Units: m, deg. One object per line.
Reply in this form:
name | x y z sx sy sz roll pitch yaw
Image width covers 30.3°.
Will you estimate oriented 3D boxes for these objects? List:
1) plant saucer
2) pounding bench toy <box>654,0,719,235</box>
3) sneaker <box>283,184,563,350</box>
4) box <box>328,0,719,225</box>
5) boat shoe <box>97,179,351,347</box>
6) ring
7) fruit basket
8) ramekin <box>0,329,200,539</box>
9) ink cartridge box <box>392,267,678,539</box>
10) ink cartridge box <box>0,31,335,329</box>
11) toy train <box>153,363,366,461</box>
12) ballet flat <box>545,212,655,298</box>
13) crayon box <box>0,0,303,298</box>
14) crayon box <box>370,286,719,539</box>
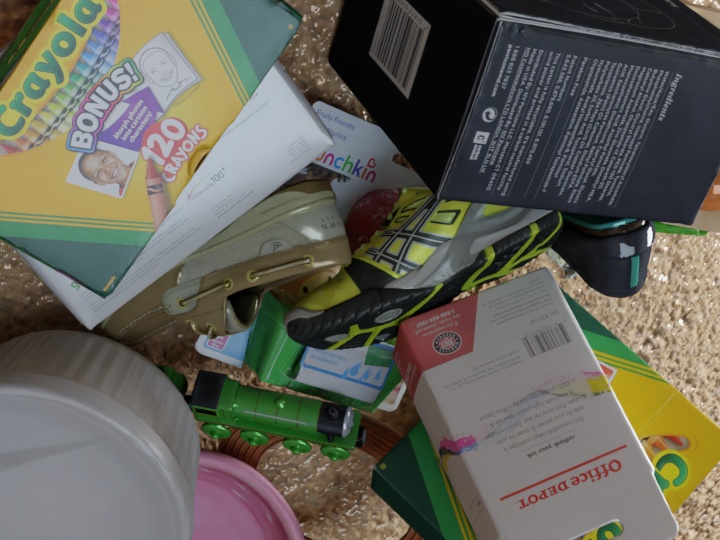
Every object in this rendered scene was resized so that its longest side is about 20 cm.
plant saucer | -0.141 0.236 1.037 0.199 0.051 0.202 -1 93 -10
pounding bench toy | 0.242 -0.079 0.984 0.124 0.156 0.201 7 118 -28
sneaker | 0.035 -0.011 0.900 0.199 0.077 0.075 -27 161 2
box | 0.111 -0.135 0.859 0.196 0.200 0.125 3 121 -26
boat shoe | -0.093 0.011 0.889 0.199 0.067 0.074 -30 171 27
ring | -0.019 0.174 1.051 0.199 0.019 0.201 10 130 12
fruit basket | 0.000 0.000 0.966 0.185 0.094 0.201 21 108 -33
ramekin | -0.202 0.131 0.916 0.201 0.094 0.203 5 125 7
ink cartridge box | 0.114 0.113 0.893 0.116 0.201 0.068 -20 158 -13
ink cartridge box | -0.149 -0.097 0.832 0.200 0.084 0.176 -36 119 1
toy train | -0.093 0.098 0.958 0.199 0.042 0.056 9 152 7
ballet flat | 0.154 -0.027 0.947 0.073 0.200 0.074 -3 107 -11
crayon box | -0.140 -0.100 0.753 0.118 0.058 0.200 32 101 -26
crayon box | 0.137 0.139 0.951 0.200 0.172 0.058 -43 163 -19
